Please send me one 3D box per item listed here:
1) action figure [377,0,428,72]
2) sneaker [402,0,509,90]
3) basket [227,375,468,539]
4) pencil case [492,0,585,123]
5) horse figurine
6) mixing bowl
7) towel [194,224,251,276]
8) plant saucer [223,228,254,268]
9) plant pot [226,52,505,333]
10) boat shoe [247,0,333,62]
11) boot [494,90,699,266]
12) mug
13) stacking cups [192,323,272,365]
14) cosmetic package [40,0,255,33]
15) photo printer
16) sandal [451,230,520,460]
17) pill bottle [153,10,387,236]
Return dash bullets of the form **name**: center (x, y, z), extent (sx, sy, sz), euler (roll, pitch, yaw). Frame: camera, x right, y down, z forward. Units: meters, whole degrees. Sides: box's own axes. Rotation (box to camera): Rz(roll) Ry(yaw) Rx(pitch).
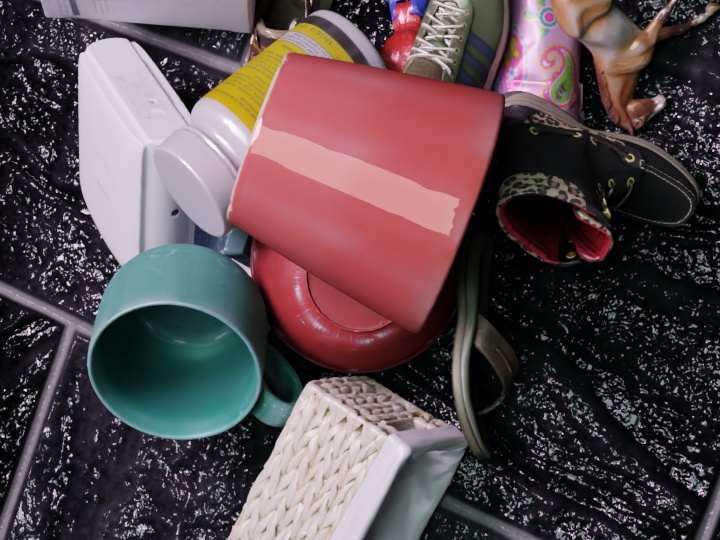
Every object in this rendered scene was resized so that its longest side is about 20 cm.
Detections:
- **action figure**: center (0.056, -0.229, 1.459), extent (0.065, 0.099, 0.202), euler (-10, 61, 26)
- **sneaker**: center (0.073, -0.175, 1.351), extent (0.067, 0.090, 0.202), euler (19, 114, 27)
- **basket**: center (-0.016, 0.204, 1.415), extent (0.123, 0.135, 0.201), euler (33, 104, 25)
- **pencil case**: center (0.159, -0.206, 1.395), extent (0.087, 0.087, 0.203), euler (1, 87, 24)
- **horse figurine**: center (0.216, -0.219, 1.336), extent (0.132, 0.200, 0.050), euler (-42, 34, 14)
- **mixing bowl**: center (0.000, 0.000, 1.398), extent (0.198, 0.108, 0.203), euler (0, 96, -1)
- **towel**: center (-0.120, -0.055, 1.542), extent (0.145, 0.024, 0.202), euler (-6, 84, 23)
- **plant saucer**: center (-0.073, -0.100, 1.481), extent (0.019, 0.070, 0.202), euler (16, 84, 24)
- **plant pot**: center (0.000, -0.075, 1.253), extent (0.176, 0.200, 0.202), euler (20, 96, -1)
- **boat shoe**: center (-0.078, -0.214, 1.497), extent (0.072, 0.072, 0.202), euler (19, 89, 22)
- **boot**: center (0.190, -0.059, 1.299), extent (0.199, 0.151, 0.073), euler (27, 123, -13)
- **mug**: center (-0.150, 0.065, 1.402), extent (0.151, 0.115, 0.186), euler (-19, 124, 15)
- **stacking cups**: center (-0.098, 0.034, 1.479), extent (0.061, 0.060, 0.200), euler (46, 102, 19)
- **cosmetic package**: center (-0.189, -0.340, 1.464), extent (0.198, 0.123, 0.202), euler (4, 75, -3)
- **photo printer**: center (-0.213, -0.093, 1.505), extent (0.167, 0.069, 0.201), euler (53, 148, 37)
- **sandal**: center (0.113, 0.066, 1.404), extent (0.057, 0.080, 0.203), euler (2, 87, 10)
- **pill bottle**: center (-0.076, -0.127, 1.386), extent (0.200, 0.115, 0.114), euler (-40, 68, -20)
